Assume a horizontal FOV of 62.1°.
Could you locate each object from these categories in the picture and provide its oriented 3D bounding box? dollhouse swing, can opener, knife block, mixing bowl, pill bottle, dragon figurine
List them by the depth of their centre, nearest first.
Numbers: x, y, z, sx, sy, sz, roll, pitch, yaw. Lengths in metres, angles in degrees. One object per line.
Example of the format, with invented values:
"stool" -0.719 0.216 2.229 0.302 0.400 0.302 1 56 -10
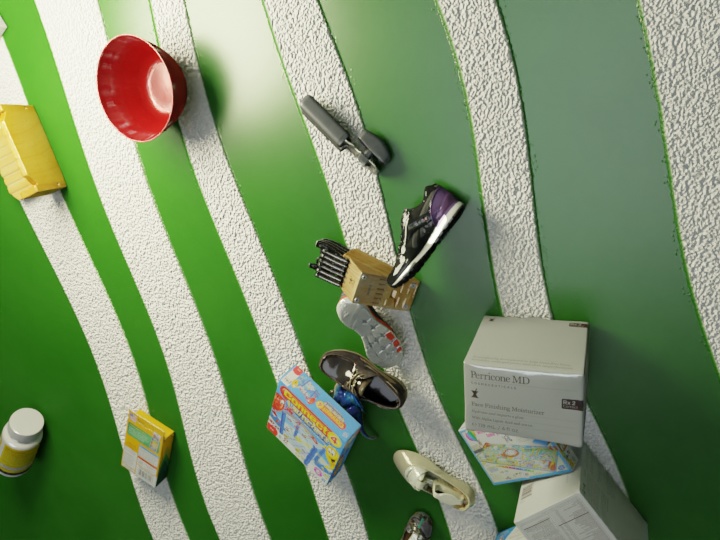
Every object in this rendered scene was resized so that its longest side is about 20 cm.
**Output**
"can opener" -0.027 -0.262 1.126 0.067 0.053 0.200 -44 85 -3
"knife block" 0.000 0.000 1.193 0.176 0.194 0.066 52 125 53
"mixing bowl" -0.431 -0.374 1.229 0.194 0.108 0.207 8 110 21
"dragon figurine" -0.012 0.280 1.290 0.099 0.059 0.202 -39 88 30
"dollhouse swing" -0.839 -0.265 1.428 0.170 0.182 0.206 -18 102 7
"pill bottle" -1.030 0.519 1.808 0.113 0.114 0.202 38 119 7

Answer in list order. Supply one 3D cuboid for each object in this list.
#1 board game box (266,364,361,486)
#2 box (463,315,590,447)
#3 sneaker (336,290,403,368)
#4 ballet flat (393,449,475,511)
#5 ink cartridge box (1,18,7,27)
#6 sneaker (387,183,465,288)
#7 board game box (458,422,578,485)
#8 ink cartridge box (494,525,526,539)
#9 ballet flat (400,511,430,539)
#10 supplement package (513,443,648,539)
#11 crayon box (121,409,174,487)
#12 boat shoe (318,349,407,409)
"board game box" -0.108 0.342 1.313 0.198 0.056 0.199 38 136 18
"box" 0.292 0.181 1.036 0.192 0.200 0.135 2 110 23
"sneaker" 0.025 0.109 1.216 0.076 0.083 0.202 -28 117 13
"ballet flat" 0.151 0.449 1.270 0.195 0.069 0.071 23 116 16
"ink cartridge box" -0.959 -0.565 1.383 0.197 0.146 0.149 -30 94 30
"sneaker" 0.101 -0.065 1.104 0.087 0.076 0.202 39 97 13
"board game box" 0.298 0.334 1.148 0.199 0.034 0.136 -33 92 47
"ink cartridge box" 0.293 0.604 1.160 0.084 0.200 0.146 43 140 5
"ballet flat" 0.110 0.640 1.354 0.070 0.072 0.206 20 115 16
"supplement package" 0.411 0.469 1.108 0.150 0.152 0.202 -40 90 30
"crayon box" -0.575 0.470 1.618 0.123 0.051 0.205 25 117 15
"boat shoe" 0.006 0.220 1.212 0.194 0.073 0.077 22 95 3
